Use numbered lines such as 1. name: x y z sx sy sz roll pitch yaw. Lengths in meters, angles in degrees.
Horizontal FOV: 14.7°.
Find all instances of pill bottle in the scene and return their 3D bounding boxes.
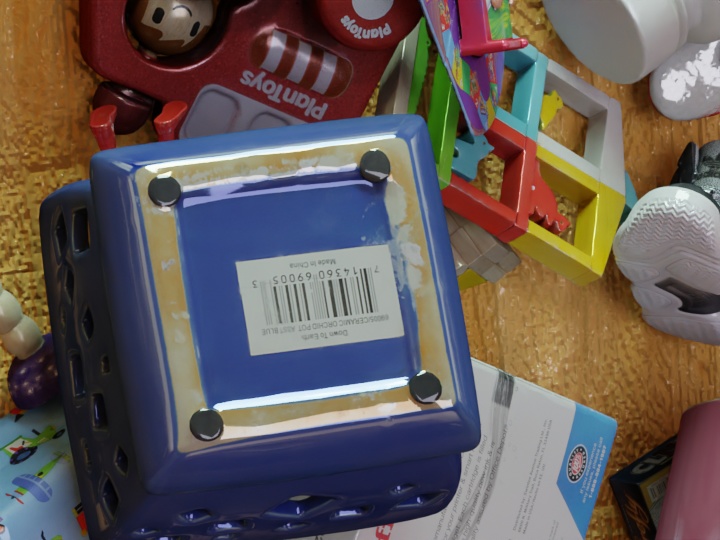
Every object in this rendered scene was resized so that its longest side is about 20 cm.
1. pill bottle: 0.209 -0.204 1.698 0.200 0.114 0.114 -39 111 -23

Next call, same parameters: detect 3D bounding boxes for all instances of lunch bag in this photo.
1. lunch bag: -0.152 0.182 1.536 0.151 0.094 0.200 -41 121 -25

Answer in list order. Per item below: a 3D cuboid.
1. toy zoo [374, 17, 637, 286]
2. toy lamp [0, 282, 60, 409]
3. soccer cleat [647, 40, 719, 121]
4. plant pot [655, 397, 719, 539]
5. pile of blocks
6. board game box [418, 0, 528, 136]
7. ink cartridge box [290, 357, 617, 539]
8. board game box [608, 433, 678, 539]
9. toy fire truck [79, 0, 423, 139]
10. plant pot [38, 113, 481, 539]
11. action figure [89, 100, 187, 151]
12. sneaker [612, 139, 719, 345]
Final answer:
1. toy zoo: 0.094 -0.076 1.662 0.200 0.020 0.131 30 52 -28
2. toy lamp: -0.222 -0.017 1.493 0.058 0.058 0.200 -45 116 -20
3. soccer cleat: 0.267 -0.150 1.752 0.200 0.085 0.069 -26 106 -27
4. plant pot: 0.258 0.173 1.677 0.200 0.200 0.179 10 73 -30
5. pile of blocks: 0.000 0.000 1.631 0.200 0.082 0.062 -14 57 -38
6. board game box: 0.072 -0.175 1.573 0.200 0.039 0.158 65 25 -46
7. ink cartridge box: 0.044 0.124 1.610 0.200 0.084 0.145 24 81 -47
8. board game box: 0.265 0.147 1.799 0.200 0.035 0.136 -29 107 -26
9. toy fire truck: -0.069 -0.137 1.554 0.200 0.112 0.168 21 101 -29
10. plant pot: -0.046 0.028 1.411 0.200 0.180 0.200 -7 79 -14
11. action figure: -0.105 0.003 1.555 0.065 0.052 0.200 -4 113 10
12. sneaker: 0.206 -0.036 1.693 0.200 0.075 0.114 64 42 -66
